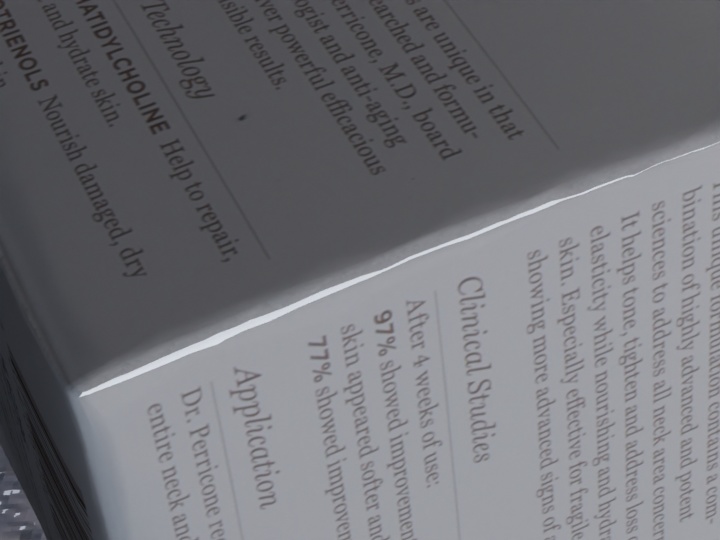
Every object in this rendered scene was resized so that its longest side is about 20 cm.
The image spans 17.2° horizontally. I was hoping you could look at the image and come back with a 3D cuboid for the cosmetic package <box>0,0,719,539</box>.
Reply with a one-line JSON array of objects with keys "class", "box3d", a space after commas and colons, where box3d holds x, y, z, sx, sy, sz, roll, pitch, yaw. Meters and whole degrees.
[{"class": "cosmetic package", "box3d": [0.000, 0.000, 0.638, 0.199, 0.167, 0.168, -20, 135, -15]}]
